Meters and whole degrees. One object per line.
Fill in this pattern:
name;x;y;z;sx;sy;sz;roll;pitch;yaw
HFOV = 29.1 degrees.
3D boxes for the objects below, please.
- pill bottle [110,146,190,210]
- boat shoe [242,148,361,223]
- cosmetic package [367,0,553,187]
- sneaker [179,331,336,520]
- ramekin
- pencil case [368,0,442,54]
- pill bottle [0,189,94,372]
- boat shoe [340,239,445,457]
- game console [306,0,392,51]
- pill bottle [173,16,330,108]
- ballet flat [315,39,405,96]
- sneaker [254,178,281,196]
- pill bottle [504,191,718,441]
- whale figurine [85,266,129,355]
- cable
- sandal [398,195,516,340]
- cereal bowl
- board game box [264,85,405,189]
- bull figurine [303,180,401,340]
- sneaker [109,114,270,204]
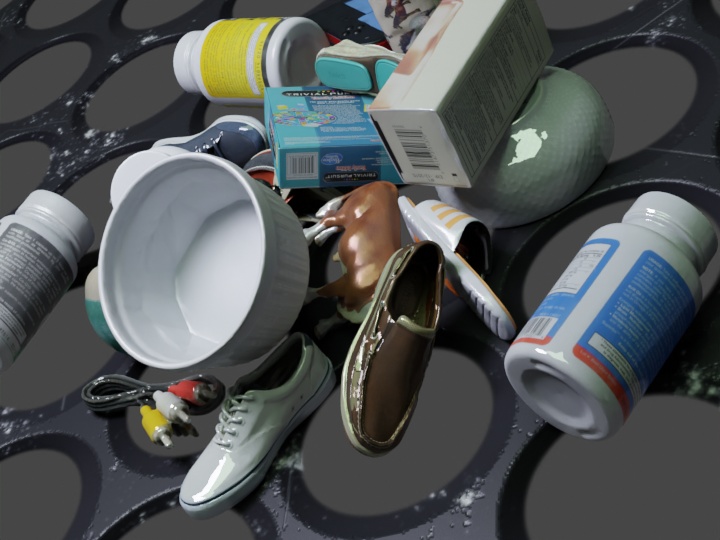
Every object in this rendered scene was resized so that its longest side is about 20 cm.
pill bottle;-0.195;-0.073;1.485;0.107;0.200;0.111;-1;86;10
boat shoe;-0.061;-0.085;1.522;0.198;0.072;0.063;13;50;36
cosmetic package;0.101;-0.187;1.357;0.086;0.104;0.201;6;50;39
sneaker;-0.106;0.139;1.295;0.073;0.071;0.201;15;56;44
ramekin;-0.141;-0.002;1.307;0.198;0.105;0.203;-6;78;31
pencil case;0.068;-0.278;1.537;0.088;0.201;0.078;-9;37;30
pill bottle;-0.402;0.009;1.617;0.112;0.114;0.201;4;49;38
boat shoe;0.033;0.063;1.239;0.075;0.074;0.205;137;148;-61
game console;0.049;-0.328;1.721;0.198;0.031;0.177;-27;36;-15
pill bottle;-0.140;-0.260;1.740;0.198;0.112;0.112;7;51;40
ballet flat;0.032;-0.219;1.513;0.199;0.068;0.062;24;50;39
sneaker;-0.107;-0.046;1.437;0.075;0.092;0.200;3;11;-14
pill bottle;0.216;0.033;1.156;0.111;0.113;0.200;16;57;44
whale figurine;-0.190;0.038;1.461;0.197;0.105;0.159;0;7;6
cable;-0.212;0.122;1.408;0.199;0.051;0.097;19;56;45
sandal;0.106;-0.010;1.319;0.059;0.080;0.207;-34;45;-6
cereal bowl;0.156;-0.142;1.421;0.198;0.084;0.201;-20;38;16
board game box;-0.023;-0.148;1.504;0.149;0.048;0.201;-2;25;-7
bull figurine;0.000;0.000;1.374;0.120;0.065;0.202;-18;47;21
sneaker;-0.204;-0.107;1.627;0.200;0.077;0.147;-13;28;38
